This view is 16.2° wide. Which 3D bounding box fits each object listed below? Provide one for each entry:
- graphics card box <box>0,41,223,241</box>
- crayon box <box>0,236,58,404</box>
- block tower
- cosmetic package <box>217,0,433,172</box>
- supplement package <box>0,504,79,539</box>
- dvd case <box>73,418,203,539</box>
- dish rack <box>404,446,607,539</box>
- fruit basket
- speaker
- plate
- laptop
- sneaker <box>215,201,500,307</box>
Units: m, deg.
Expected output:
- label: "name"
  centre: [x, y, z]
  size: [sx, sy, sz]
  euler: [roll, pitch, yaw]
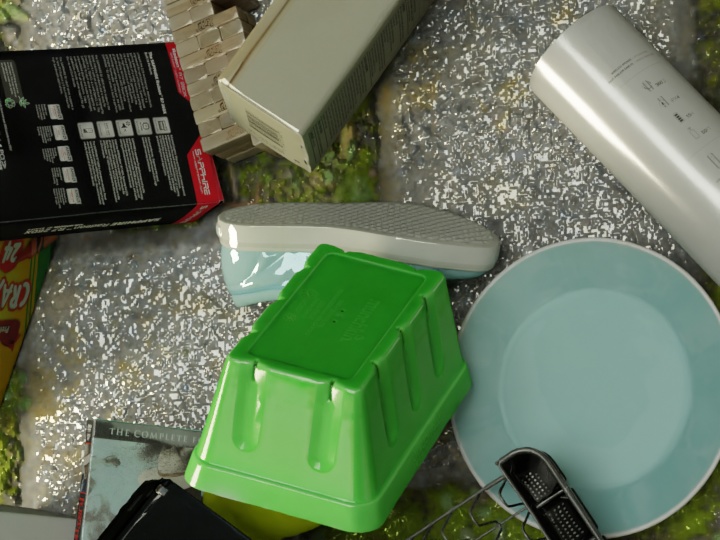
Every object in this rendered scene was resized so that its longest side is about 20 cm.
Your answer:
- label: "graphics card box"
  centre: [-0.203, -0.090, 1.758]
  size: [0.051, 0.199, 0.126]
  euler: [-29, 72, 53]
- label: "crayon box"
  centre: [-0.291, 0.046, 1.804]
  size: [0.051, 0.127, 0.201]
  euler: [20, 92, 21]
- label: "block tower"
  centre: [-0.101, -0.173, 1.798]
  size: [0.058, 0.054, 0.201]
  euler: [-21, 77, 17]
- label: "cosmetic package"
  centre: [-0.008, -0.175, 1.709]
  size: [0.073, 0.104, 0.200]
  euler: [33, 80, 9]
- label: "supplement package"
  centre: [-0.294, 0.215, 1.733]
  size: [0.117, 0.199, 0.118]
  euler: [-1, 81, 57]
- label: "dvd case"
  centre: [-0.128, 0.209, 1.738]
  size: [0.145, 0.022, 0.201]
  euler: [8, 84, -18]
- label: "dish rack"
  centre: [0.082, 0.223, 1.669]
  size: [0.200, 0.055, 0.154]
  euler: [-35, 85, 17]
- label: "fruit basket"
  centre: [-0.028, 0.109, 1.654]
  size: [0.155, 0.216, 0.217]
  euler: [14, 89, 17]
- label: "speaker"
  centre: [0.203, -0.081, 1.662]
  size: [0.081, 0.081, 0.200]
  euler: [-46, 72, 10]
- label: "plate"
  centre: [0.156, 0.079, 1.691]
  size: [0.199, 0.026, 0.202]
  euler: [-2, 84, 20]
- label: "laptop"
  centre: [-0.143, 0.231, 1.611]
  size: [0.103, 0.200, 0.177]
  euler: [40, 79, -5]
- label: "sneaker"
  centre: [0.000, 0.000, 1.743]
  size: [0.199, 0.074, 0.082]
  euler: [5, 112, 18]
